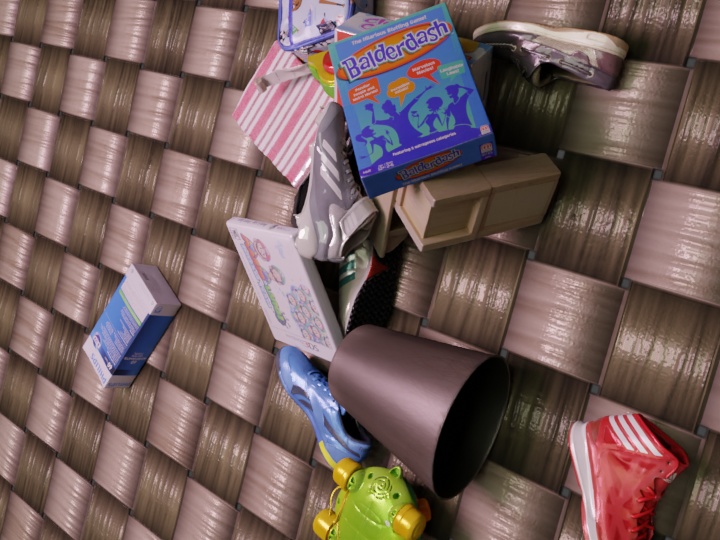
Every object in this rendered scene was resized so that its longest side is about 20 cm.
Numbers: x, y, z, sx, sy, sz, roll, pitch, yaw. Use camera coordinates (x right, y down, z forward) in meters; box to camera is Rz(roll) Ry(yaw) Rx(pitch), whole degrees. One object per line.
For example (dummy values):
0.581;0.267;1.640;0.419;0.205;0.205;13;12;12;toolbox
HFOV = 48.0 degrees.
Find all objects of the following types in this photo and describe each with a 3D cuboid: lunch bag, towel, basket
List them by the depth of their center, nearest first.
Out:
0.063;0.157;1.018;0.198;0.135;0.184;22;91;40;basket
-0.057;-0.412;1.192;0.158;0.075;0.205;-4;80;36;lunch bag
-0.109;-0.243;1.250;0.200;0.030;0.147;48;114;27;towel

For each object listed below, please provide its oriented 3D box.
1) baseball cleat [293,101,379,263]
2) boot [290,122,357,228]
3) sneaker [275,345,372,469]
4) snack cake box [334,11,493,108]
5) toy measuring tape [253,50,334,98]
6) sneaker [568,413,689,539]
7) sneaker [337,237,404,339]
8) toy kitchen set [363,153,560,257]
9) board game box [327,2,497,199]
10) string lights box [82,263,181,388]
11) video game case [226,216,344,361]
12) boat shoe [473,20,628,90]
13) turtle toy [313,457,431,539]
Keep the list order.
-0.021;-0.108;1.010;0.104;0.070;0.205;9;83;13;baseball cleat
-0.029;-0.126;1.098;0.159;0.078;0.212;-57;24;20;boot
-0.047;0.179;1.134;0.079;0.065;0.202;-47;65;33;sneaker
0.063;-0.244;1.036;0.197;0.067;0.117;22;133;24;snack cake box
-0.062;-0.273;1.166;0.196;0.073;0.075;-13;78;13;toy measuring tape
0.299;0.251;0.861;0.114;0.078;0.204;-23;73;35;sneaker
0.000;-0.001;1.126;0.093;0.069;0.204;20;98;51;sneaker
0.104;-0.108;1.013;0.165;0.177;0.202;102;148;-47;toy kitchen set
0.054;-0.195;0.913;0.149;0.045;0.203;-18;59;7;board game box
-0.405;0.099;1.423;0.103;0.058;0.201;49;114;30;string lights box
-0.102;0.026;1.127;0.180;0.024;0.203;14;130;53;video game case
0.218;-0.255;0.972;0.197;0.071;0.066;16;91;32;boat shoe
0.019;0.343;1.050;0.144;0.100;0.204;29;104;35;turtle toy
